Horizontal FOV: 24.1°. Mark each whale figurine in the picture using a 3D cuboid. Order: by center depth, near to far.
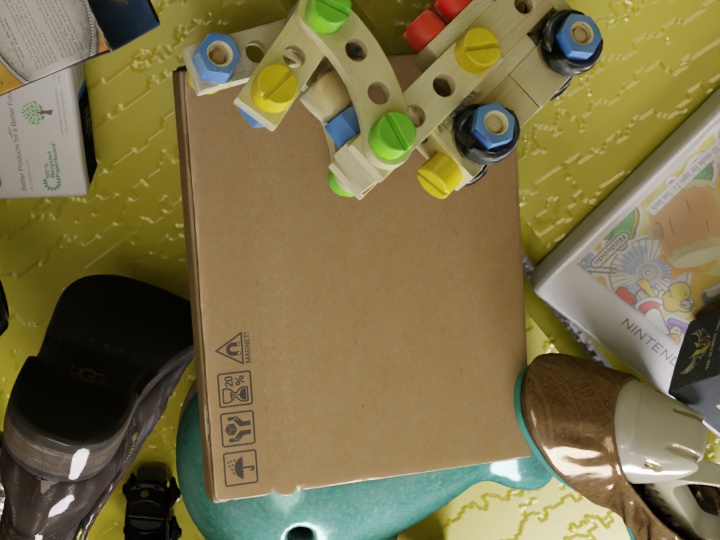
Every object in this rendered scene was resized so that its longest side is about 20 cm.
[{"bbox_3d":[0.005,0.099,0.863,0.198,0.104,0.160,-2,124,-1],"label":"whale figurine"}]

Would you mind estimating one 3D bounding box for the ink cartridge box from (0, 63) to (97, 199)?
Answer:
[{"bbox_3d":[-0.231,-0.083,0.809,0.198,0.039,0.100,-2,119,1],"label":"ink cartridge box"}]

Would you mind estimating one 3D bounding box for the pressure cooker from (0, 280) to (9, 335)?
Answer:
[{"bbox_3d":[-0.262,0.048,0.749,0.199,0.177,0.178,-5,156,31],"label":"pressure cooker"}]

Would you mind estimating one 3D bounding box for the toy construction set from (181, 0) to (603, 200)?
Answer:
[{"bbox_3d":[0.032,-0.111,0.741,0.131,0.092,0.200,45,82,-3],"label":"toy construction set"}]

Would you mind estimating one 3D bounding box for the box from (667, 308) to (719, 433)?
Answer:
[{"bbox_3d":[0.273,0.075,0.811,0.200,0.051,0.157,36,146,-16],"label":"box"}]

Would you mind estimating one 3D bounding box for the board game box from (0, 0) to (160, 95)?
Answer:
[{"bbox_3d":[-0.179,-0.171,0.702,0.135,0.035,0.201,-13,107,41],"label":"board game box"}]

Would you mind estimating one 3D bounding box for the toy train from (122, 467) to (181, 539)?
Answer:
[{"bbox_3d":[-0.119,0.203,0.959,0.034,0.046,0.201,3,119,0],"label":"toy train"}]

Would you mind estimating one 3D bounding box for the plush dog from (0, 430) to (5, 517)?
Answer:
[{"bbox_3d":[-0.279,0.175,0.876,0.198,0.172,0.162,4,120,-2],"label":"plush dog"}]

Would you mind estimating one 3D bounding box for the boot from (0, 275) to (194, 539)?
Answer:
[{"bbox_3d":[-0.144,0.108,0.812,0.069,0.200,0.175,23,116,6],"label":"boot"}]

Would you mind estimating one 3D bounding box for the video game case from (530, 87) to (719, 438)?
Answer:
[{"bbox_3d":[0.218,-0.008,0.847,0.182,0.023,0.200,37,114,-17],"label":"video game case"}]

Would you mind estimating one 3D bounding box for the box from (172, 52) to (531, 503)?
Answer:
[{"bbox_3d":[0.000,0.000,0.794,0.162,0.021,0.202,-6,98,-17],"label":"box"}]

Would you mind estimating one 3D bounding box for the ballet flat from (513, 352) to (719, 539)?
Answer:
[{"bbox_3d":[0.149,0.099,0.850,0.072,0.068,0.200,-3,144,33],"label":"ballet flat"}]
